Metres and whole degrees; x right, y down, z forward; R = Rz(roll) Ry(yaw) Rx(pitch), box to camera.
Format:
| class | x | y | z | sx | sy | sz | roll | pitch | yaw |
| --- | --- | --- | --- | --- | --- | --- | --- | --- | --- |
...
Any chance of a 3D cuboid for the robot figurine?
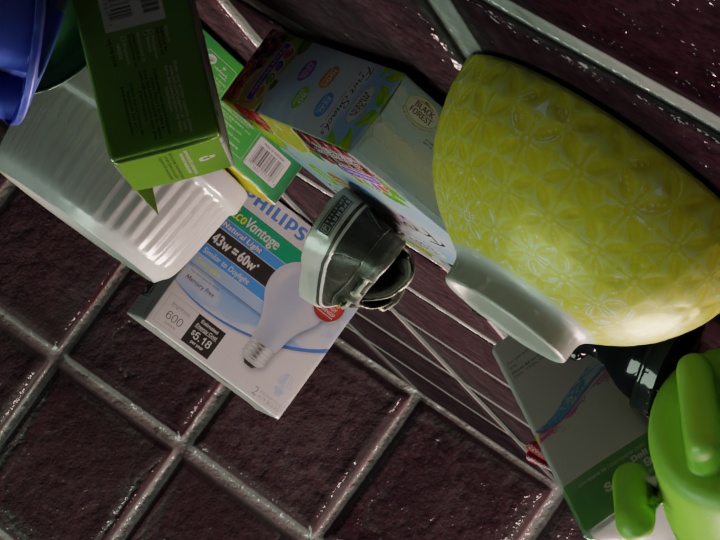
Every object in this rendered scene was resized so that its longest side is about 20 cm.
| class | x | y | z | sx | sy | sz | roll | pitch | yaw |
| --- | --- | --- | --- | --- | --- | --- | --- | --- | --- |
| robot figurine | 0.246 | 0.124 | 1.390 | 0.175 | 0.116 | 0.200 | -10 | 148 | 9 |

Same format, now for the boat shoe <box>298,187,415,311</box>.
| class | x | y | z | sx | sy | sz | roll | pitch | yaw |
| --- | --- | --- | --- | --- | --- | --- | --- | --- | --- |
| boat shoe | 0.000 | 0.000 | 1.479 | 0.064 | 0.071 | 0.200 | 35 | 174 | 7 |

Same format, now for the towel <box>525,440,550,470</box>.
| class | x | y | z | sx | sy | sz | roll | pitch | yaw |
| --- | --- | --- | --- | --- | --- | --- | --- | --- | --- |
| towel | 0.255 | 0.185 | 1.985 | 0.145 | 0.023 | 0.200 | 32 | -158 | 32 |

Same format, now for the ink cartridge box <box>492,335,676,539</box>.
| class | x | y | z | sx | sy | sz | roll | pitch | yaw |
| --- | --- | --- | --- | --- | --- | --- | --- | --- | --- |
| ink cartridge box | 0.197 | 0.135 | 1.669 | 0.145 | 0.087 | 0.200 | 42 | -165 | -44 |

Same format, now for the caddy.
| class | x | y | z | sx | sy | sz | roll | pitch | yaw |
| --- | --- | --- | --- | --- | --- | --- | --- | --- | --- |
| caddy | -0.241 | -0.191 | 1.417 | 0.105 | 0.200 | 0.141 | 4 | 151 | -19 |

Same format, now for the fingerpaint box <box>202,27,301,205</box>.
| class | x | y | z | sx | sy | sz | roll | pitch | yaw |
| --- | --- | --- | --- | --- | --- | --- | --- | --- | --- |
| fingerpaint box | -0.152 | -0.155 | 1.761 | 0.167 | 0.073 | 0.200 | 28 | 171 | 48 |

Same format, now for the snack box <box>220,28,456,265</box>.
| class | x | y | z | sx | sy | sz | roll | pitch | yaw |
| --- | --- | --- | --- | --- | --- | --- | --- | --- | --- |
| snack box | 0.022 | -0.072 | 1.431 | 0.169 | 0.068 | 0.200 | 38 | 176 | -30 |

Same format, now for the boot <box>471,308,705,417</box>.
| class | x | y | z | sx | sy | sz | roll | pitch | yaw |
| --- | --- | --- | --- | --- | --- | --- | --- | --- | --- |
| boot | 0.144 | 0.026 | 1.467 | 0.168 | 0.077 | 0.200 | 31 | 180 | 11 |

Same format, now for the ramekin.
| class | x | y | z | sx | sy | sz | roll | pitch | yaw |
| --- | --- | --- | --- | --- | --- | --- | --- | --- | --- |
| ramekin | -0.202 | -0.078 | 1.785 | 0.200 | 0.105 | 0.200 | 36 | 174 | 4 |

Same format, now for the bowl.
| class | x | y | z | sx | sy | sz | roll | pitch | yaw |
| --- | --- | --- | --- | --- | --- | --- | --- | --- | --- |
| bowl | 0.109 | -0.015 | 1.186 | 0.200 | 0.108 | 0.200 | 35 | 175 | 4 |

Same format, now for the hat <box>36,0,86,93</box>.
| class | x | y | z | sx | sy | sz | roll | pitch | yaw |
| --- | --- | --- | --- | --- | --- | --- | --- | --- | --- |
| hat | -0.263 | -0.233 | 1.506 | 0.200 | 0.166 | 0.176 | 14 | 158 | -3 |

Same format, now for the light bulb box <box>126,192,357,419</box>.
| class | x | y | z | sx | sy | sz | roll | pitch | yaw |
| --- | --- | --- | --- | --- | --- | --- | --- | --- | --- |
| light bulb box | -0.122 | 0.028 | 2.468 | 0.198 | 0.200 | 0.125 | 37 | 173 | -14 |

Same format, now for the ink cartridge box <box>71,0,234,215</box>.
| class | x | y | z | sx | sy | sz | roll | pitch | yaw |
| --- | --- | --- | --- | --- | --- | --- | --- | --- | --- |
| ink cartridge box | -0.136 | -0.131 | 1.485 | 0.200 | 0.076 | 0.148 | 68 | -172 | -81 |
